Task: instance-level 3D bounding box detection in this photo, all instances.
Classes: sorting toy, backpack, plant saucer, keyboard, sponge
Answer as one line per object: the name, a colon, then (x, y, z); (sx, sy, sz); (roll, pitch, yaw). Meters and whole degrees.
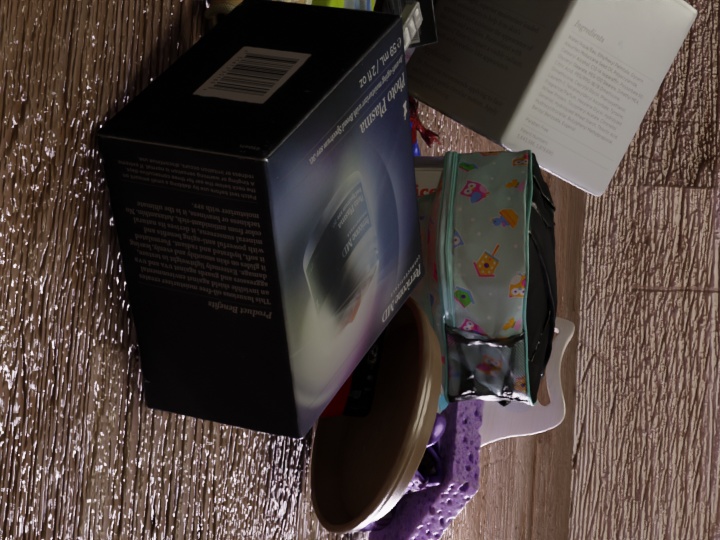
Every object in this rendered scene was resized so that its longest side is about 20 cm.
sorting toy: (0.128, 0.099, 1.907); (0.107, 0.178, 0.202); (73, 23, -54)
backpack: (0.099, -0.004, 1.604); (0.177, 0.152, 0.201); (-80, 176, -45)
plant saucer: (0.014, 0.118, 1.508); (0.200, 0.029, 0.201); (-51, -151, 42)
keyboard: (-0.003, -0.124, 1.491); (0.201, 0.011, 0.056); (-60, 166, -4)
sponge: (0.058, 0.212, 1.723); (0.112, 0.030, 0.201); (-84, -161, -46)

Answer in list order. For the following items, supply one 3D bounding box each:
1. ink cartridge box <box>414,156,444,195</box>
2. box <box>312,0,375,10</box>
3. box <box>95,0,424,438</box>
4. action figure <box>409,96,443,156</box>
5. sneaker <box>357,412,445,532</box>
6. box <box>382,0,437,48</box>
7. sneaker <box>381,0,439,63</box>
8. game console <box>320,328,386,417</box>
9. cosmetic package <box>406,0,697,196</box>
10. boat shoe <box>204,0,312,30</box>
ink cartridge box: (0.082, -0.006, 1.766); (0.084, 0.143, 0.202); (-54, 144, -73)
box: (-0.021, -0.236, 1.509); (0.122, 0.047, 0.201); (78, 20, -51)
box: (-0.053, -0.037, 1.169); (0.200, 0.122, 0.200); (-51, 144, -48)
action figure: (0.048, -0.117, 1.829); (0.066, 0.051, 0.201); (-69, 155, -44)
sneaker: (0.032, 0.183, 1.658); (0.201, 0.083, 0.081); (103, 14, -55)
box: (0.027, -0.315, 1.625); (0.138, 0.039, 0.201); (-106, -176, -48)
sneaker: (0.066, -0.265, 1.852); (0.201, 0.077, 0.100); (-63, 160, -44)
game console: (-0.036, 0.008, 1.482); (0.172, 0.118, 0.202); (-146, -114, -69)
cosmetic package: (0.174, -0.208, 1.741); (0.164, 0.165, 0.201); (23, 98, -44)
boat shoe: (-0.074, -0.179, 1.258); (0.076, 0.071, 0.202); (-13, 105, -64)
